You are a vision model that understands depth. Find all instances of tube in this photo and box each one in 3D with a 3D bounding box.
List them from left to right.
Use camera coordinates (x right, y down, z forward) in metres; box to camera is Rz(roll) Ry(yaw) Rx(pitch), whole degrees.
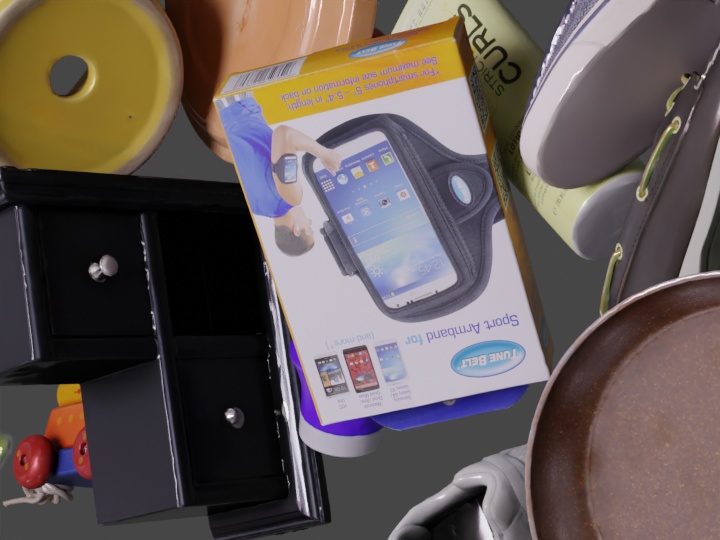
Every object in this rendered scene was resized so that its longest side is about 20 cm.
[{"bbox_3d":[0.072,-0.084,0.882,0.058,0.052,0.200,-32,50,-4],"label":"tube"}]

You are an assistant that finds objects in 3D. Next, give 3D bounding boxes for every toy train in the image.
[{"bbox_3d":[-0.177,0.085,1.144,0.200,0.084,0.116,-14,68,48],"label":"toy train"}]

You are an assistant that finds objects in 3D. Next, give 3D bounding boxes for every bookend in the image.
[{"bbox_3d":[-0.130,0.053,0.990,0.092,0.200,0.199,-18,75,43],"label":"bookend"}]

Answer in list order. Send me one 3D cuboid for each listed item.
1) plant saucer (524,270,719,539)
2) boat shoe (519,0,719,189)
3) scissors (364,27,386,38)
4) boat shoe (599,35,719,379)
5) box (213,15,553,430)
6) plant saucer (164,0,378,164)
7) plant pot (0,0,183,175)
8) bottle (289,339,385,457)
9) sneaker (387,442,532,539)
[{"bbox_3d":[0.165,0.095,0.738,0.200,0.034,0.201,7,105,26],"label":"plant saucer"},{"bbox_3d":[0.123,-0.137,0.795,0.200,0.075,0.093,-53,45,11],"label":"boat shoe"},{"bbox_3d":[0.028,-0.043,0.954,0.073,0.014,0.200,-51,53,35],"label":"scissors"},{"bbox_3d":[0.152,-0.049,0.768,0.061,0.072,0.202,33,116,40],"label":"boat shoe"},{"bbox_3d":[0.017,-0.010,0.858,0.119,0.041,0.201,-13,109,14],"label":"box"},{"bbox_3d":[-0.060,-0.160,1.032,0.200,0.032,0.201,-4,85,54],"label":"plant saucer"},{"bbox_3d":[-0.198,-0.136,1.054,0.189,0.200,0.201,37,117,53],"label":"plant pot"},{"bbox_3d":[0.000,0.000,0.932,0.084,0.065,0.201,42,132,53],"label":"bottle"},{"bbox_3d":[0.036,0.153,0.883,0.076,0.092,0.200,55,128,34],"label":"sneaker"}]
